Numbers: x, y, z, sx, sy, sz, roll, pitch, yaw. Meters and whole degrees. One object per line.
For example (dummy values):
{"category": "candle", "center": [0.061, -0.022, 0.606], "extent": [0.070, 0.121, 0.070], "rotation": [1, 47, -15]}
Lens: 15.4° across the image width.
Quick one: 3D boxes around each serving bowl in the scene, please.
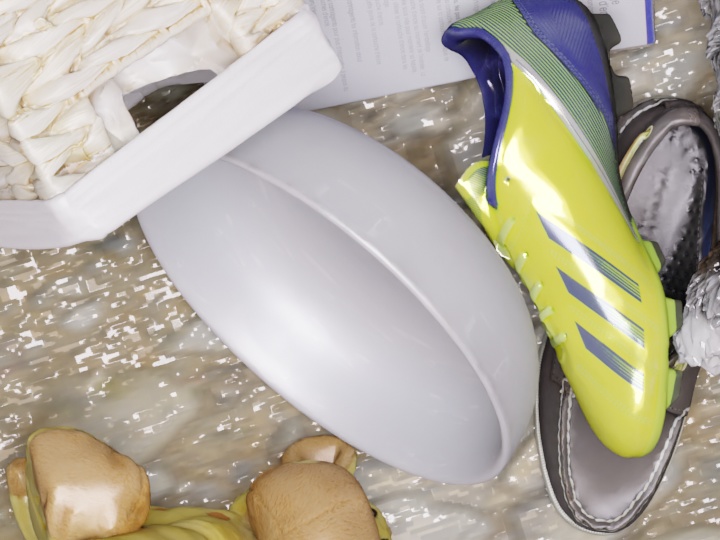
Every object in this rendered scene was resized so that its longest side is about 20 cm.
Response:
{"category": "serving bowl", "center": [0.000, 0.000, 1.125], "extent": [0.200, 0.200, 0.066], "rotation": [44, 68, -5]}

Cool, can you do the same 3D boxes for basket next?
{"category": "basket", "center": [-0.123, -0.095, 1.058], "extent": [0.135, 0.200, 0.124], "rotation": [-36, 107, -21]}

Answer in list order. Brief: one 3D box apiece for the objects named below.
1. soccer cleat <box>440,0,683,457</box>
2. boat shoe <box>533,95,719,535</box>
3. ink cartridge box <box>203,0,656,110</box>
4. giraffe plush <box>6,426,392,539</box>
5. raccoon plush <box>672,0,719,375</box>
{"category": "soccer cleat", "center": [0.080, -0.017, 1.118], "extent": [0.083, 0.065, 0.201], "rotation": [-8, 82, -21]}
{"category": "boat shoe", "center": [0.121, 0.023, 1.183], "extent": [0.071, 0.061, 0.202], "rotation": [9, 95, -3]}
{"category": "ink cartridge box", "center": [0.018, -0.154, 1.113], "extent": [0.199, 0.047, 0.198], "rotation": [-13, 140, -3]}
{"category": "giraffe plush", "center": [-0.055, 0.137, 1.143], "extent": [0.162, 0.200, 0.173], "rotation": [-11, 90, -14]}
{"category": "raccoon plush", "center": [0.149, -0.075, 1.110], "extent": [0.134, 0.097, 0.200], "rotation": [38, 91, 22]}
